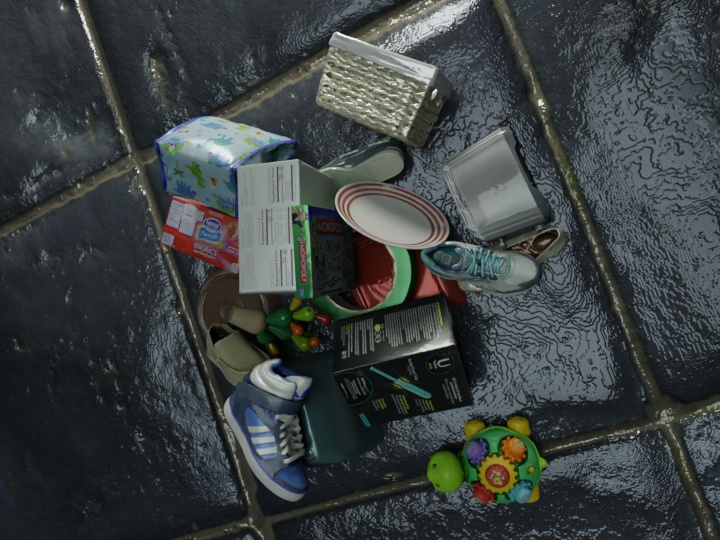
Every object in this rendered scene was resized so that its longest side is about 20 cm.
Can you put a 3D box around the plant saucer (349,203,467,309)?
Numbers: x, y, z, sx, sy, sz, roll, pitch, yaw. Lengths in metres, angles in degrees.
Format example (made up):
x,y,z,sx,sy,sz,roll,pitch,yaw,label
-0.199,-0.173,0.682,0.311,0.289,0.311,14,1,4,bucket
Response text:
x,y,z,sx,sy,sz,roll,pitch,yaw,label
0.062,0.008,1.051,0.199,0.037,0.201,-27,83,18,plant saucer

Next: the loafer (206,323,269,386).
x,y,z,sx,sy,sz,roll,pitch,yaw,label
-0.233,0.153,1.066,0.199,0.076,0.069,17,128,44,loafer

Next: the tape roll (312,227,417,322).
x,y,z,sx,sy,sz,roll,pitch,yaw,label
0.000,0.000,1.028,0.199,0.048,0.202,1,92,19,tape roll

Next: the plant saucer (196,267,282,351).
x,y,z,sx,sy,sz,roll,pitch,yaw,label
-0.253,0.083,1.166,0.199,0.034,0.201,1,93,20,plant saucer

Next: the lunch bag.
x,y,z,sx,sy,sz,roll,pitch,yaw,label
-0.232,-0.200,1.026,0.169,0.200,0.128,21,135,15,lunch bag

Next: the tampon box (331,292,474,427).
x,y,z,sx,sy,sz,roll,pitch,yaw,label
0.070,0.151,0.963,0.199,0.127,0.150,-14,126,10,tampon box

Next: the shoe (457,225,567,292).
x,y,z,sx,sy,sz,roll,pitch,yaw,label
0.250,-0.021,0.974,0.199,0.053,0.070,-29,83,18,shoe

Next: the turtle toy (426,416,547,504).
x,y,z,sx,sy,sz,roll,pitch,yaw,label
0.213,0.333,0.978,0.199,0.101,0.147,-10,89,19,turtle toy

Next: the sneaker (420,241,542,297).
x,y,z,sx,sy,sz,roll,pitch,yaw,label
0.188,-0.005,0.930,0.199,0.086,0.078,8,86,28,sneaker

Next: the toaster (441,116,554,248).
x,y,z,sx,sy,sz,roll,pitch,yaw,label
0.221,-0.140,0.948,0.129,0.114,0.201,-26,80,21,toaster

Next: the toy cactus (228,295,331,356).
x,y,z,sx,sy,sz,roll,pitch,yaw,label
-0.153,0.094,1.050,0.200,0.164,0.103,-26,48,58,toy cactus

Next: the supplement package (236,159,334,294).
x,y,z,sx,sy,sz,roll,pitch,yaw,label
-0.117,-0.062,0.949,0.110,0.156,0.201,-2,87,17,supplement package

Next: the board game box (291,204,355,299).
x,y,z,sx,sy,sz,roll,pitch,yaw,label
-0.054,-0.030,0.915,0.029,0.200,0.135,-2,92,18,board game box

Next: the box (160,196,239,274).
x,y,z,sx,sy,sz,roll,pitch,yaw,label
-0.275,-0.067,1.124,0.199,0.095,0.100,19,97,23,box

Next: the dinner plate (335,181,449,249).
x,y,z,sx,sy,sz,roll,pitch,yaw,label
0.052,-0.090,0.972,0.200,0.200,0.024,29,125,16,dinner plate

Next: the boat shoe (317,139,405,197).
x,y,z,sx,sy,sz,roll,pitch,yaw,label
-0.009,-0.188,1.065,0.199,0.073,0.062,-15,44,26,boat shoe

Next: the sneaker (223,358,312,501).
x,y,z,sx,sy,sz,roll,pitch,yaw,label
-0.113,0.234,0.887,0.146,0.080,0.200,-45,73,20,sneaker

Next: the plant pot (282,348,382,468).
x,y,z,sx,sy,sz,roll,pitch,yaw,label
-0.100,0.263,1.033,0.195,0.200,0.197,-17,88,19,plant pot

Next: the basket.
x,y,z,sx,sy,sz,roll,pitch,yaw,label
0.038,-0.304,0.994,0.199,0.135,0.124,26,102,17,basket
